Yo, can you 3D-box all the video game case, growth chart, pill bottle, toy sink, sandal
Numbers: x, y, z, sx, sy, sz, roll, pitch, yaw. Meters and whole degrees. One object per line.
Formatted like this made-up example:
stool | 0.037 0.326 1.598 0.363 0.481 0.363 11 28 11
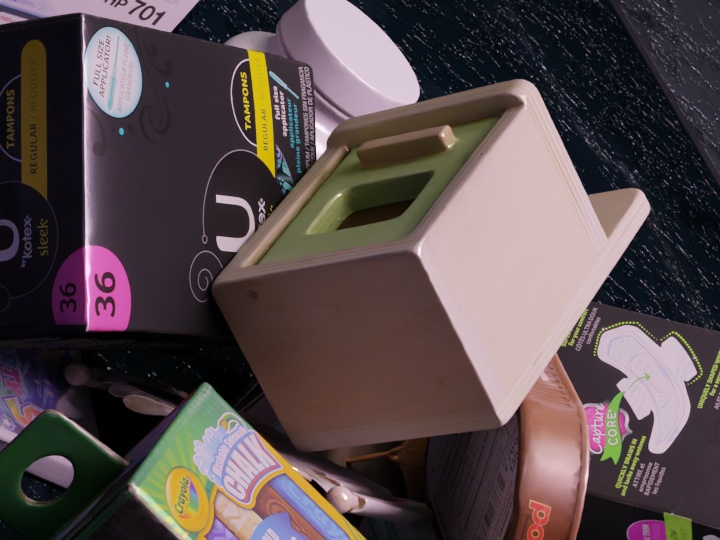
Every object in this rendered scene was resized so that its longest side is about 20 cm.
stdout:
video game case | -0.217 0.025 1.334 0.200 0.018 0.144 28 29 -37
growth chart | -0.057 0.087 1.360 0.199 0.018 0.145 23 0 32
pill bottle | -0.064 -0.059 1.498 0.112 0.200 0.112 37 25 -20
toy sink | 0.039 -0.017 1.343 0.200 0.130 0.112 -50 121 -44
sandal | 0.035 0.107 1.544 0.054 0.081 0.200 6 -8 36

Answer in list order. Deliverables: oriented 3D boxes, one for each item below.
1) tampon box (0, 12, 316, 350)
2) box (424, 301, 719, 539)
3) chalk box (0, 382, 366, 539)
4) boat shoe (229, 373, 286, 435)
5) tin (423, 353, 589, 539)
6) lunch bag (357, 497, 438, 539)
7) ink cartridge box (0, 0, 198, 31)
tampon box | -0.125 -0.037 1.335 0.200 0.126 0.151 4 82 -58
box | 0.155 0.115 1.508 0.199 0.149 0.125 15 58 19
chalk box | -0.086 0.146 1.225 0.200 0.125 0.124 46 23 -4
boat shoe | -0.025 0.029 1.519 0.066 0.070 0.200 41 58 7
tin | 0.070 0.095 1.343 0.042 0.113 0.200 17 16 -13
lunch bag | 0.088 0.196 1.408 0.199 0.077 0.160 23 7 -10
ink cartridge box | -0.186 -0.154 1.445 0.146 0.200 0.086 23 32 -42
